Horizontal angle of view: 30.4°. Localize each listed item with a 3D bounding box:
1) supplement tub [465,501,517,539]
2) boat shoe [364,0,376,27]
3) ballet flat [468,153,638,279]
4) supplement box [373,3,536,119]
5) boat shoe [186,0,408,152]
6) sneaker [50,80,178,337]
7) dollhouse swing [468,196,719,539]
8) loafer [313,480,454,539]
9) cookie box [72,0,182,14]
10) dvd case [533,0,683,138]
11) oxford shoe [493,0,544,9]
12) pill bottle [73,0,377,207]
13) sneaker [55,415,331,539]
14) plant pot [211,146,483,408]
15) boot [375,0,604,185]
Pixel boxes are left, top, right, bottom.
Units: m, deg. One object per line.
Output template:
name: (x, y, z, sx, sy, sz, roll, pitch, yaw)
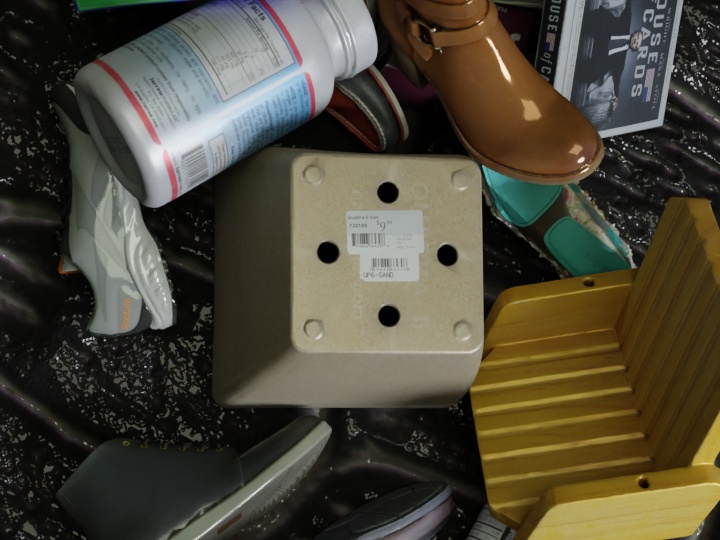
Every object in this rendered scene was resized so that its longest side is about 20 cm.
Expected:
supplement tub: (0.128, 0.228, 1.010, 0.107, 0.107, 0.200, 33, 78, -7)
boat shoe: (-0.035, -0.272, 1.056, 0.073, 0.076, 0.201, -11, 79, -6)
ballet flat: (0.144, -0.052, 1.051, 0.076, 0.064, 0.200, -38, 109, 1)
supplement box: (0.083, -0.229, 1.064, 0.110, 0.086, 0.201, 16, 80, -10)
boat shoe: (-0.047, -0.161, 1.033, 0.200, 0.071, 0.063, 45, 66, 0)
sneaker: (-0.199, -0.045, 0.989, 0.079, 0.074, 0.201, -18, 88, -9)
dollhouse swing: (0.168, 0.065, 0.942, 0.181, 0.176, 0.201, -8, 48, 2)
loafer: (-0.006, 0.224, 0.991, 0.199, 0.072, 0.063, -25, 100, -32)
cookie box: (-0.089, -0.253, 0.944, 0.199, 0.171, 0.076, -2, 120, 24)
dvd case: (0.195, -0.178, 1.028, 0.200, 0.025, 0.151, -16, 117, -50)
oxford shoe: (0.125, -0.238, 0.998, 0.199, 0.058, 0.076, -9, 86, -25)
pill bottle: (-0.091, -0.136, 0.933, 0.200, 0.109, 0.109, -32, 91, -19)
sneaker: (-0.121, 0.144, 0.983, 0.200, 0.075, 0.106, -33, 70, -27)
plant pot: (0.000, 0.000, 0.973, 0.199, 0.177, 0.201, 1, 84, -12)
boot: (0.084, -0.157, 0.896, 0.077, 0.155, 0.200, -36, 62, -11)
